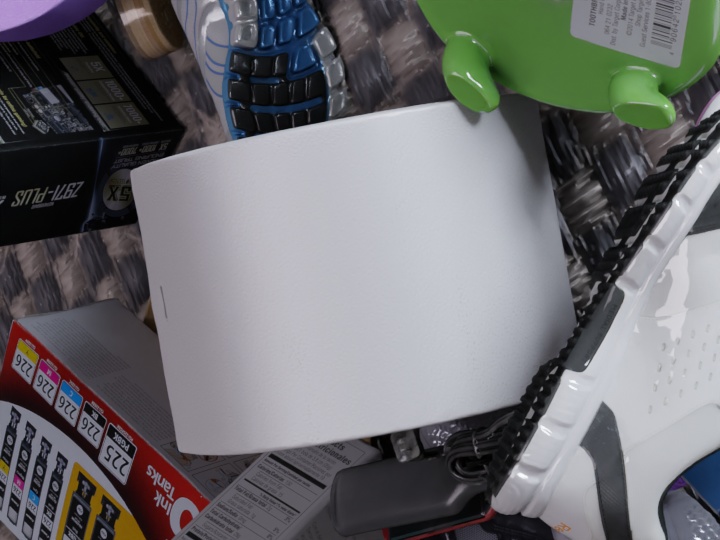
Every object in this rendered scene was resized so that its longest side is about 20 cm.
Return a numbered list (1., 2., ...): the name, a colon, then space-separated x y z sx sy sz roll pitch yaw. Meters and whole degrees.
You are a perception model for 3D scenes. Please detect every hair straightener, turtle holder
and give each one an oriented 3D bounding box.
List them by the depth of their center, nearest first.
1. turtle holder: 0.087 -0.147 0.812 0.184 0.132 0.142 -6 124 38
2. hair straightener: 0.050 0.096 0.854 0.199 0.076 0.041 -16 66 48

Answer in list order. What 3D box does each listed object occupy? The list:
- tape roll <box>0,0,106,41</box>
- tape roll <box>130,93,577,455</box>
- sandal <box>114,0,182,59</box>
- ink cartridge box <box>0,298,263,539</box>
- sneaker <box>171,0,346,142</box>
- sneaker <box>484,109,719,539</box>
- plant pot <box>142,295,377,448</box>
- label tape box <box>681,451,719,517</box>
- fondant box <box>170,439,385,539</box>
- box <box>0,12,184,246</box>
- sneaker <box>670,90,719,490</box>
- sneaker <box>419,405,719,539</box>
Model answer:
1. tape roll: -0.209 -0.230 1.028 0.198 0.066 0.202 1 94 11
2. tape roll: 0.000 0.000 0.897 0.202 0.202 0.141 -8 92 45
3. sandal: -0.127 -0.236 1.085 0.069 0.078 0.214 -18 92 13
4. ink cartridge box: -0.136 0.147 1.105 0.200 0.083 0.177 37 122 33
5. sneaker: -0.067 -0.134 1.039 0.086 0.074 0.202 -18 82 58
6. sneaker: 0.129 0.024 0.761 0.080 0.074 0.201 29 94 -2
7. plant pot: -0.057 0.072 1.089 0.199 0.027 0.202 11 106 44
8. label tape box: 0.237 0.080 0.761 0.200 0.066 0.144 41 125 25
9. fondant box: -0.057 0.194 0.963 0.058 0.200 0.145 25 145 40
10. box: -0.234 -0.116 1.130 0.200 0.163 0.086 51 129 23
11. sneaker: 0.173 0.018 0.821 0.088 0.080 0.202 30 117 28
12. sneaker: 0.099 0.148 0.920 0.199 0.075 0.115 31 119 43
